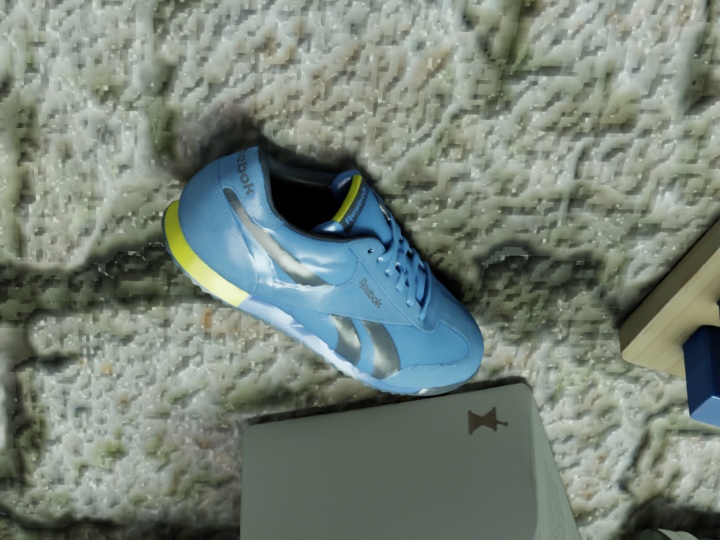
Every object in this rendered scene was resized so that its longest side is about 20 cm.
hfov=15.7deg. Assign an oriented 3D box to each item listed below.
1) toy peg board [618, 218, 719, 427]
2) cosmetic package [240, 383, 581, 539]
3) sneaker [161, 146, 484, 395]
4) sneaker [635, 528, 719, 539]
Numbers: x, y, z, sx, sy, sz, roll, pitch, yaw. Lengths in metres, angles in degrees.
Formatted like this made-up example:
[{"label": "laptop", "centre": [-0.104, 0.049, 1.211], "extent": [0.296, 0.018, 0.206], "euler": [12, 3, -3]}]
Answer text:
[{"label": "toy peg board", "centre": [0.266, 0.040, 1.309], "extent": [0.199, 0.098, 0.200], "euler": [15, 139, -21]}, {"label": "cosmetic package", "centre": [0.037, 0.193, 1.445], "extent": [0.166, 0.168, 0.200], "euler": [-9, 141, 10]}, {"label": "sneaker", "centre": [0.000, 0.000, 1.276], "extent": [0.200, 0.066, 0.078], "euler": [29, 130, -33]}, {"label": "sneaker", "centre": [0.191, 0.223, 1.567], "extent": [0.086, 0.081, 0.200], "euler": [-1, 150, -17]}]
